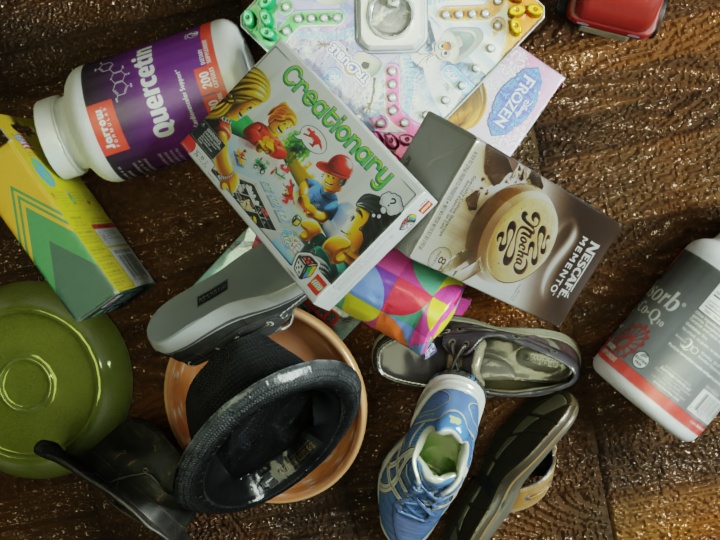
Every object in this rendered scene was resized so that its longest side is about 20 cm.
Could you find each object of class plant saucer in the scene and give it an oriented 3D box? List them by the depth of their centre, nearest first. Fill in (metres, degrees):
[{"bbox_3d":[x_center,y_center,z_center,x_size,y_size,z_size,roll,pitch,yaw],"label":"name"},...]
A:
[{"bbox_3d":[-0.088,0.122,1.050,0.200,0.037,0.201,3,104,14],"label":"plant saucer"},{"bbox_3d":[-0.326,0.111,1.093,0.199,0.031,0.201,0,95,5],"label":"plant saucer"}]

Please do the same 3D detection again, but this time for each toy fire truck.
[{"bbox_3d":[0.253,-0.291,0.933,0.128,0.200,0.176,15,95,4],"label":"toy fire truck"}]

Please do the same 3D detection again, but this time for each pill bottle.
[{"bbox_3d":[0.313,0.044,0.994,0.116,0.116,0.200,39,95,1],"label":"pill bottle"},{"bbox_3d":[-0.192,-0.151,1.021,0.200,0.112,0.113,-18,92,4],"label":"pill bottle"}]

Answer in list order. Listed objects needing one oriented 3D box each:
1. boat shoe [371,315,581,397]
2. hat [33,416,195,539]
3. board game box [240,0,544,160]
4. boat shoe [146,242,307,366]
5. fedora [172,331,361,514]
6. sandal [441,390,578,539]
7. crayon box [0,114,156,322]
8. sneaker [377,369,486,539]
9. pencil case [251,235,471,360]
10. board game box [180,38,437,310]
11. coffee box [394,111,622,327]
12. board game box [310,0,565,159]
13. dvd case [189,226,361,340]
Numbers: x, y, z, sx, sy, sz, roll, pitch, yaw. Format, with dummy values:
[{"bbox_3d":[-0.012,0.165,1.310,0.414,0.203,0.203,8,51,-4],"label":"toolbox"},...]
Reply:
[{"bbox_3d":[0.108,0.084,1.038,0.200,0.065,0.072,4,96,5],"label":"boat shoe"},{"bbox_3d":[-0.199,0.187,1.024,0.200,0.201,0.081,34,78,2],"label":"hat"},{"bbox_3d":[0.027,-0.227,0.980,0.200,0.026,0.200,44,95,1],"label":"board game box"},{"bbox_3d":[-0.095,0.033,0.978,0.200,0.070,0.066,-29,131,19],"label":"boat shoe"},{"bbox_3d":[-0.095,0.123,0.964,0.201,0.201,0.092,-41,60,6],"label":"fedora"},{"bbox_3d":[0.147,0.200,1.040,0.055,0.082,0.200,28,97,-16],"label":"sandal"},{"bbox_3d":[-0.282,-0.051,1.030,0.051,0.127,0.200,-35,90,6],"label":"crayon box"},{"bbox_3d":[0.057,0.187,1.024,0.076,0.077,0.200,17,120,3],"label":"sneaker"},{"bbox_3d":[0.000,0.000,1.005,0.200,0.088,0.088,31,96,7],"label":"pencil case"},{"bbox_3d":[-0.047,-0.081,0.915,0.126,0.035,0.200,-45,66,8],"label":"board game box"},{"bbox_3d":[0.119,-0.041,0.967,0.200,0.080,0.113,23,100,-38],"label":"coffee box"},{"bbox_3d":[0.049,-0.149,1.017,0.199,0.041,0.200,34,95,1],"label":"board game box"},{"bbox_3d":[-0.064,0.013,1.069,0.146,0.022,0.200,45,95,0],"label":"dvd case"}]
